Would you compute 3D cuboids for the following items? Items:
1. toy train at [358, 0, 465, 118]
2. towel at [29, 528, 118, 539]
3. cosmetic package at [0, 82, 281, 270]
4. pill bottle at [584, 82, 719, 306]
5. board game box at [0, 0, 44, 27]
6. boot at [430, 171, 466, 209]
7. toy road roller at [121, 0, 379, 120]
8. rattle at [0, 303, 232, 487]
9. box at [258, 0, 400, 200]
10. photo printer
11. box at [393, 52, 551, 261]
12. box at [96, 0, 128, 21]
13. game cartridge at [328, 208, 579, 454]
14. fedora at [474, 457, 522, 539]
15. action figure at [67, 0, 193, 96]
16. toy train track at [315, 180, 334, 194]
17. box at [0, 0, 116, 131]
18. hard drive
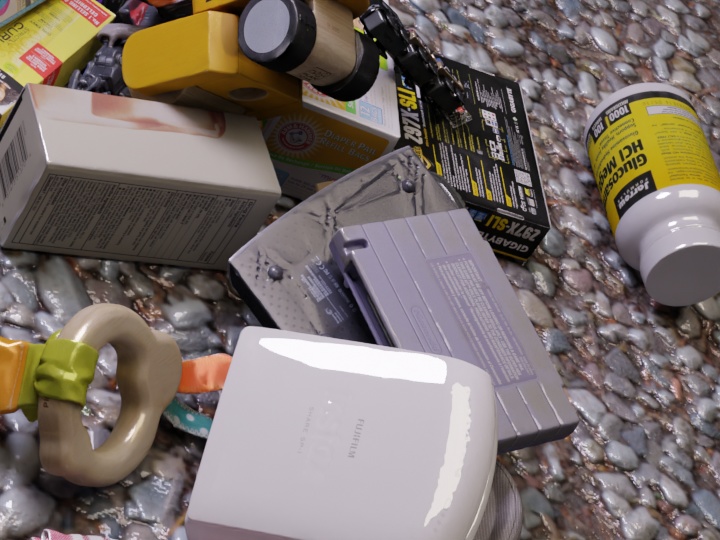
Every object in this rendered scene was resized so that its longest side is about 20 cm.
[{"bbox_3d":[0.044,-0.183,1.737,0.200,0.034,0.046,38,24,-61],"label":"toy train"},{"bbox_3d":[-0.123,0.250,1.330,0.198,0.030,0.147,16,43,-27],"label":"towel"},{"bbox_3d":[-0.175,-0.070,1.555,0.198,0.104,0.088,8,47,-33],"label":"cosmetic package"},{"bbox_3d":[0.282,-0.070,1.884,0.112,0.113,0.201,13,43,-26],"label":"pill bottle"},{"bbox_3d":[-0.260,-0.300,1.574,0.034,0.201,0.134,23,36,18],"label":"board game box"},{"bbox_3d":[0.032,0.008,1.633,0.130,0.068,0.202,1,65,-36],"label":"boot"},{"bbox_3d":[-0.085,-0.202,1.588,0.123,0.199,0.148,19,63,-54],"label":"toy road roller"},{"bbox_3d":[-0.196,0.085,1.441,0.200,0.142,0.132,-20,95,-63],"label":"rattle"},{"bbox_3d":[-0.040,-0.164,1.748,0.112,0.102,0.201,18,42,-22],"label":"box"},{"bbox_3d":[-0.006,0.130,1.401,0.198,0.070,0.168,9,63,16],"label":"photo printer"},{"bbox_3d":[0.082,-0.113,1.831,0.158,0.049,0.201,15,42,-22],"label":"box"},{"bbox_3d":[-0.174,-0.308,1.793,0.199,0.106,0.123,-18,62,-46],"label":"box"},{"bbox_3d":[0.070,0.048,1.516,0.129,0.038,0.201,-6,59,-37],"label":"game cartridge"},{"bbox_3d":[0.057,0.193,1.467,0.176,0.091,0.201,27,40,-11],"label":"fedora"},{"bbox_3d":[-0.161,-0.201,1.645,0.104,0.194,0.201,17,55,23],"label":"action figure"},{"bbox_3d":[-0.004,-0.018,1.676,0.199,0.032,0.116,-13,92,-54],"label":"toy train track"},{"bbox_3d":[-0.276,-0.167,1.618,0.075,0.050,0.200,36,38,2],"label":"box"},{"bbox_3d":[0.000,0.000,1.572,0.199,0.042,0.135,-34,82,-33],"label":"hard drive"}]
